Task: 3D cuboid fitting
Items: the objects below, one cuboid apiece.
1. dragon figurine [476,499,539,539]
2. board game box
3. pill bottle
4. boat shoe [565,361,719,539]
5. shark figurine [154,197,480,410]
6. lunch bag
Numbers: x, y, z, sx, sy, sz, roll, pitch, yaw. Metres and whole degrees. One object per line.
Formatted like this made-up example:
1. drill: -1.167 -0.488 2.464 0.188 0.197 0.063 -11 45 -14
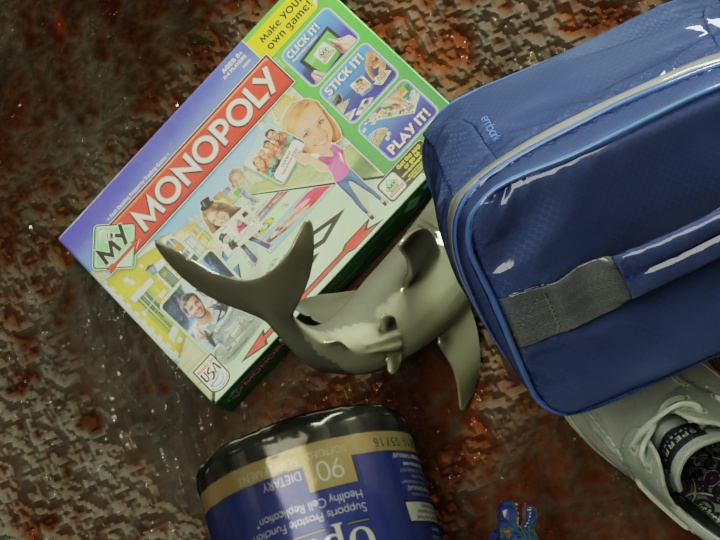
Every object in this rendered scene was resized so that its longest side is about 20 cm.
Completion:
1. dragon figurine: 0.112 0.202 1.032 0.099 0.059 0.200 -10 72 -17
2. board game box: -0.049 -0.043 1.177 0.200 0.029 0.135 -47 70 3
3. pill bottle: -0.003 0.176 1.070 0.112 0.112 0.200 -21 72 13
4. boat shoe: 0.167 0.088 1.055 0.201 0.072 0.070 40 93 23
5. shark figurine: -0.011 0.017 1.091 0.089 0.214 0.128 10 108 36
6. lunch bag: 0.139 -0.030 1.024 0.200 0.136 0.132 -26 27 2
